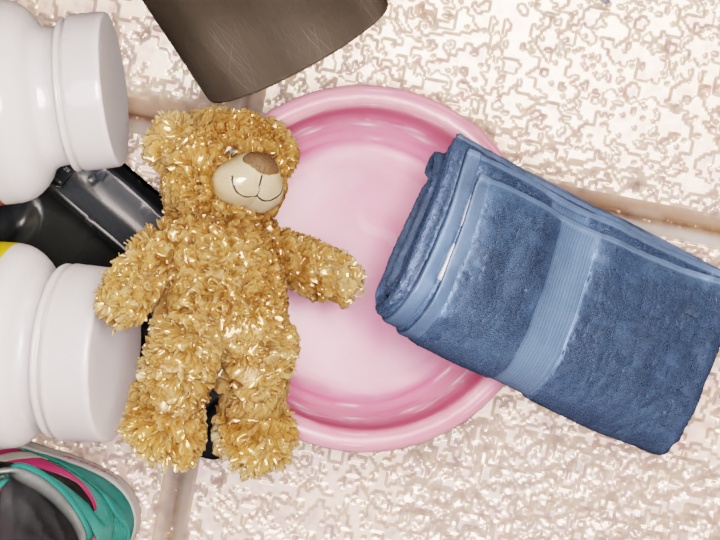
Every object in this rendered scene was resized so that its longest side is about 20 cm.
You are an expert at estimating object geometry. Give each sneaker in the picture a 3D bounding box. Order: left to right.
[{"bbox_3d":[-0.227,0.132,1.598,0.199,0.121,0.084,13,98,2],"label":"sneaker"}]

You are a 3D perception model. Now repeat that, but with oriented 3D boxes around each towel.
[{"bbox_3d":[0.109,0.017,1.553,0.199,0.048,0.112,26,79,-25],"label":"towel"}]

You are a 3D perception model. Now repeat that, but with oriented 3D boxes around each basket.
[{"bbox_3d":[-0.079,-0.203,1.535,0.135,0.180,0.201,-19,106,34],"label":"basket"}]

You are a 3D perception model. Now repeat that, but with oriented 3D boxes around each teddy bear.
[{"bbox_3d":[-0.071,0.012,1.515,0.144,0.067,0.201,22,84,-9],"label":"teddy bear"}]

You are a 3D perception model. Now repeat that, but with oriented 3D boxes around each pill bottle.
[{"bbox_3d":[-0.231,-0.088,1.559,0.199,0.112,0.113,-6,97,5],"label":"pill bottle"},{"bbox_3d":[-0.228,0.038,1.574,0.199,0.114,0.115,4,98,14],"label":"pill bottle"}]

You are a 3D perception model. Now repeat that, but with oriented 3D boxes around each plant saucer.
[{"bbox_3d":[0.000,0.000,1.585,0.199,0.051,0.202,1,86,-8],"label":"plant saucer"}]

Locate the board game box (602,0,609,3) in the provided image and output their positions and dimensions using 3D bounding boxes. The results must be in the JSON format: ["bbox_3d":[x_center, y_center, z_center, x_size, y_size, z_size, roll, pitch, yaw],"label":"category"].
[{"bbox_3d":[0.090,-0.258,1.573,0.199,0.034,0.136,33,98,-1],"label":"board game box"}]

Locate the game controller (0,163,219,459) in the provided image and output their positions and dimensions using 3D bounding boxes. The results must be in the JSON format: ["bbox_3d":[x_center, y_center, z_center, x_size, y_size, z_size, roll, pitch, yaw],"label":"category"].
[{"bbox_3d":[-0.124,0.016,1.625,0.200,0.042,0.104,41,112,-2],"label":"game controller"}]
